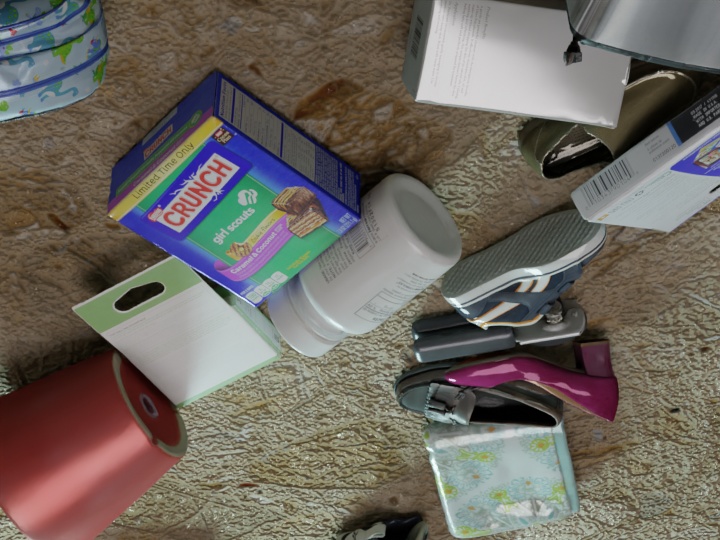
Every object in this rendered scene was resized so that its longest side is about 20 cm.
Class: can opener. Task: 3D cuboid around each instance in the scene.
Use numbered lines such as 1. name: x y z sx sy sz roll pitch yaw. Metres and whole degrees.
1. can opener: 0.157 0.072 1.854 0.198 0.053 0.067 -7 135 3

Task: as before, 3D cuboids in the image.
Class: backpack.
1. backpack: -0.324 -0.199 1.485 0.198 0.164 0.155 2 118 -14

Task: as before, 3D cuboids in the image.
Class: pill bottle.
1. pill bottle: 0.000 0.000 1.730 0.114 0.115 0.200 33 123 -30

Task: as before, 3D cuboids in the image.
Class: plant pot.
1. plant pot: -0.302 0.190 1.846 0.176 0.201 0.201 -31 129 12

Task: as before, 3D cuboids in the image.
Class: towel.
1. towel: 0.175 0.247 2.025 0.169 0.048 0.201 -11 133 5

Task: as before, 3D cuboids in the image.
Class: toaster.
1. toaster: 0.268 -0.267 1.444 0.179 0.201 0.119 9 137 -12

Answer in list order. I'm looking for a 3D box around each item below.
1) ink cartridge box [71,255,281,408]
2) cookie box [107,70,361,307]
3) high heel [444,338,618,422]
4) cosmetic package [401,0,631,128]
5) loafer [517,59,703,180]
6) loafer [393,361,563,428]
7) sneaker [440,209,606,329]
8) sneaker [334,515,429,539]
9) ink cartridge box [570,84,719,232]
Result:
1. ink cartridge box: -0.198 0.056 1.813 0.145 0.048 0.200 -26 130 19
2. cookie box: -0.126 -0.077 1.674 0.199 0.076 0.171 33 124 -29
3. high heel: 0.196 0.137 1.880 0.198 0.067 0.097 -7 93 -3
4. cosmetic package: 0.148 -0.205 1.551 0.198 0.085 0.109 7 110 -12
5. loafer: 0.252 -0.144 1.647 0.199 0.068 0.076 -29 129 21
6. loafer: 0.139 0.149 1.918 0.198 0.063 0.072 0 135 -5
7. sneaker: 0.188 0.002 1.775 0.199 0.079 0.079 -23 127 31
8. sneaker: 0.067 0.377 2.115 0.198 0.080 0.129 36 131 -20
9. ink cartridge box: 0.338 -0.111 1.677 0.198 0.044 0.199 -38 158 27
